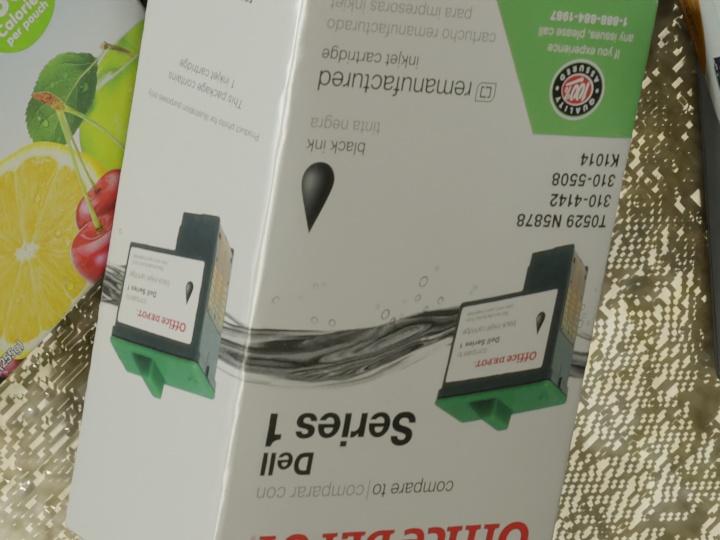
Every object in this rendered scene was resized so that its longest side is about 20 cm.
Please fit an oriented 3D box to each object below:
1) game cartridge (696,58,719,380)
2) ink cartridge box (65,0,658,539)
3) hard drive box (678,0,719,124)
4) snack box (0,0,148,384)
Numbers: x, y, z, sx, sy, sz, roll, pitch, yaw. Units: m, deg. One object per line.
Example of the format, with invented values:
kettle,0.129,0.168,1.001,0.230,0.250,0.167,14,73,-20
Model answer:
game cartridge,0.214,-0.037,0.990,0.199,0.041,0.134,-7,107,-7
ink cartridge box,0.000,0.000,0.913,0.146,0.084,0.201,0,105,-38
hard drive box,0.146,-0.096,0.854,0.077,0.200,0.156,-15,73,-3
snack box,-0.146,-0.066,0.870,0.142,0.053,0.200,-48,123,-18
